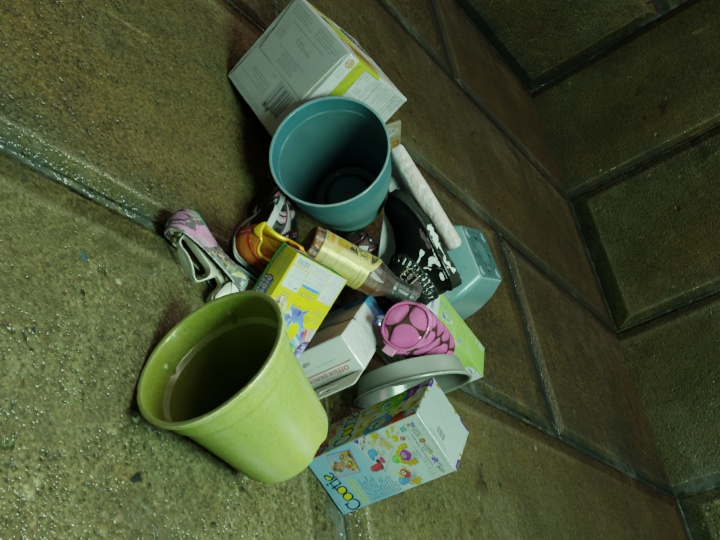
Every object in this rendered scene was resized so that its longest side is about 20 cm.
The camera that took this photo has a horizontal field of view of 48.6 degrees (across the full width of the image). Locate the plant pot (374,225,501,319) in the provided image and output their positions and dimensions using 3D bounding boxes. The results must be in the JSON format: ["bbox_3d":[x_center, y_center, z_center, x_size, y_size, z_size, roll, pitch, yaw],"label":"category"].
[{"bbox_3d":[0.168,0.005,1.638,0.196,0.200,0.196,8,57,-59],"label":"plant pot"}]

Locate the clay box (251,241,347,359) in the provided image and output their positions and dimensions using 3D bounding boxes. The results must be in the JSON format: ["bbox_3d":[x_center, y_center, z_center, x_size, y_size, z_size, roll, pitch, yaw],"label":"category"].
[{"bbox_3d":[-0.116,0.071,1.132,0.048,0.200,0.115,35,3,43],"label":"clay box"}]

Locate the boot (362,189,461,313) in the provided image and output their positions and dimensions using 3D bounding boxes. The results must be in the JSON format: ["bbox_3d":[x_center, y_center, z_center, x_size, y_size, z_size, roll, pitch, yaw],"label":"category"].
[{"bbox_3d":[0.059,-0.019,1.359,0.211,0.158,0.079,59,-13,5],"label":"boot"}]

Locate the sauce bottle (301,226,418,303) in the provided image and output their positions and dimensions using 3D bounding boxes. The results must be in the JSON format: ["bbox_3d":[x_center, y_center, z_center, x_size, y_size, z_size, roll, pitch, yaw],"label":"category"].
[{"bbox_3d":[0.000,0.000,1.266,0.200,0.066,0.066,28,38,-20],"label":"sauce bottle"}]

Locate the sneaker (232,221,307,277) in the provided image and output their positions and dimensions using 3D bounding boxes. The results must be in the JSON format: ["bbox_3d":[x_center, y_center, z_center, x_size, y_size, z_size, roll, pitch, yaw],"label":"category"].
[{"bbox_3d":[-0.101,0.000,1.178,0.200,0.077,0.073,36,54,-40],"label":"sneaker"}]

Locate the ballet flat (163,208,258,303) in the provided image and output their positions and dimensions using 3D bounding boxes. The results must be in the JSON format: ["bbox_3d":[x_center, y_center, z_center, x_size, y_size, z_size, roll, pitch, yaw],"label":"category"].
[{"bbox_3d":[-0.207,0.004,1.128,0.200,0.069,0.071,51,46,-15],"label":"ballet flat"}]

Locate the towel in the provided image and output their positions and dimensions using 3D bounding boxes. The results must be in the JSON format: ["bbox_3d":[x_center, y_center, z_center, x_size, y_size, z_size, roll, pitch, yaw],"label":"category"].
[{"bbox_3d":[0.110,-0.121,1.427,0.200,0.032,0.191,57,-1,2],"label":"towel"}]

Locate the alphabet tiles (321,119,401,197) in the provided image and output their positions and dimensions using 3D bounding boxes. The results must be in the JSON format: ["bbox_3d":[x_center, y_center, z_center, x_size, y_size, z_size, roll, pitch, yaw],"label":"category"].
[{"bbox_3d":[0.005,-0.182,1.534,0.008,0.167,0.200,51,-24,36],"label":"alphabet tiles"}]

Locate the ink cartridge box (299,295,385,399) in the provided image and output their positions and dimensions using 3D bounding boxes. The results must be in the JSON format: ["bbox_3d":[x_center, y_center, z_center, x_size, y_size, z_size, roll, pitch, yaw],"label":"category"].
[{"bbox_3d":[-0.039,0.122,1.249,0.067,0.116,0.200,58,26,-10],"label":"ink cartridge box"}]

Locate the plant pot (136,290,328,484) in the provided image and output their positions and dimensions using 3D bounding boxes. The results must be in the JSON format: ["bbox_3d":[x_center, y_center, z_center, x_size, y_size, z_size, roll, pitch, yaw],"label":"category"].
[{"bbox_3d":[-0.137,0.160,0.982,0.184,0.200,0.201,57,24,-35],"label":"plant pot"}]

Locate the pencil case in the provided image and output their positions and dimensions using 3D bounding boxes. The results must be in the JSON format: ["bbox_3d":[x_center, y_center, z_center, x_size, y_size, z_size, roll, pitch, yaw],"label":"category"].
[{"bbox_3d":[0.093,0.112,1.297,0.094,0.091,0.200,-64,154,-7],"label":"pencil case"}]

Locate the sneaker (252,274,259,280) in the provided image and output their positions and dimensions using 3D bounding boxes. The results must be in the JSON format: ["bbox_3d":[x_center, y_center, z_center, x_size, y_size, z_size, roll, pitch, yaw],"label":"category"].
[{"bbox_3d":[-0.085,0.039,1.277,0.200,0.066,0.091,-7,81,-42],"label":"sneaker"}]

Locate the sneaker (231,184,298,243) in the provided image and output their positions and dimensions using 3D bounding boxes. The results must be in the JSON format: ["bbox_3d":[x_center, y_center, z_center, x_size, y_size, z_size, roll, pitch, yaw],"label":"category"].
[{"bbox_3d":[-0.138,-0.065,1.292,0.086,0.080,0.200,53,29,-21],"label":"sneaker"}]

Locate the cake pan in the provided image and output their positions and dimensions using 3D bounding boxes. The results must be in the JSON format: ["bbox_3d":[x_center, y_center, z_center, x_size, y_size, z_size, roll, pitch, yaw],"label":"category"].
[{"bbox_3d":[0.083,0.183,1.311,0.200,0.200,0.037,18,53,-55],"label":"cake pan"}]

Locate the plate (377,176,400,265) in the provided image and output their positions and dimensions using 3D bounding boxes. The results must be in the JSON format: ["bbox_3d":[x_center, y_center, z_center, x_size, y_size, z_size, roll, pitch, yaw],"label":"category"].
[{"bbox_3d":[0.056,-0.064,1.501,0.200,0.032,0.200,38,60,-86],"label":"plate"}]

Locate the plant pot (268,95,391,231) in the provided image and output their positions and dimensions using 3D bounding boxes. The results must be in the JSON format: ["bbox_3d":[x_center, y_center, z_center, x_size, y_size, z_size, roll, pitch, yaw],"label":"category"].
[{"bbox_3d":[-0.035,-0.164,1.368,0.188,0.200,0.200,62,10,-69],"label":"plant pot"}]

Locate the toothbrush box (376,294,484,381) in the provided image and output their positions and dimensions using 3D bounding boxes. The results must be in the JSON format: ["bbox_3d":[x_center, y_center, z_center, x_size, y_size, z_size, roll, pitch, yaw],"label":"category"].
[{"bbox_3d":[0.118,0.132,1.489,0.200,0.146,0.086,52,28,-22],"label":"toothbrush box"}]

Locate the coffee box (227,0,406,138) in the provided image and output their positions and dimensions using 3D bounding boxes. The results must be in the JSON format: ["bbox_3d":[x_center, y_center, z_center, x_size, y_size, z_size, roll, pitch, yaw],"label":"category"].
[{"bbox_3d":[-0.078,-0.336,1.464,0.198,0.200,0.200,21,29,-54],"label":"coffee box"}]

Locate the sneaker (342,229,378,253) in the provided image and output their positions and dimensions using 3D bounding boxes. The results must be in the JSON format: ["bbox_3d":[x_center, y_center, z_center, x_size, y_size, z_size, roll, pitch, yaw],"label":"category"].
[{"bbox_3d":[-0.030,-0.018,1.397,0.076,0.115,0.200,52,28,-20],"label":"sneaker"}]

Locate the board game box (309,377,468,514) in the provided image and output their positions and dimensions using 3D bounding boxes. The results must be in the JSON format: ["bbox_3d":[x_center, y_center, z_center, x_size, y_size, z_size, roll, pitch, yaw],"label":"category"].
[{"bbox_3d":[0.040,0.257,1.166,0.105,0.200,0.103,57,27,-9],"label":"board game box"}]
